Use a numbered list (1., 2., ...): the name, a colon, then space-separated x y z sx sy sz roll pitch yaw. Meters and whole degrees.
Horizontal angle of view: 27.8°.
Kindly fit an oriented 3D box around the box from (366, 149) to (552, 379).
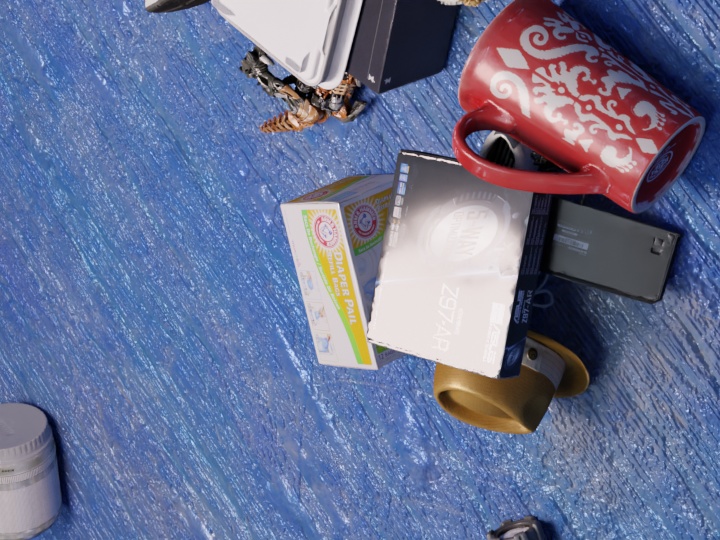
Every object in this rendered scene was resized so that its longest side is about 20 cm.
1. box: 0.097 -0.008 1.432 0.160 0.044 0.200 15 99 33

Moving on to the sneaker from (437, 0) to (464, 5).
1. sneaker: 0.143 -0.323 1.385 0.200 0.070 0.100 -20 88 47

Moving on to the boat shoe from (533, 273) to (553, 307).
1. boat shoe: 0.156 0.019 1.513 0.202 0.074 0.086 120 151 -47

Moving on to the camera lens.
1. camera lens: -0.594 0.347 2.470 0.160 0.160 0.200 24 126 38

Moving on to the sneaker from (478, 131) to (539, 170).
1. sneaker: 0.136 -0.079 1.510 0.073 0.071 0.200 37 133 30

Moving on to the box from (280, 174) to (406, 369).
1. box: 0.000 0.000 1.671 0.101 0.112 0.200 2 109 47

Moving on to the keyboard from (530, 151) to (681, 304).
1. keyboard: 0.214 -0.053 1.424 0.200 0.021 0.127 18 105 15

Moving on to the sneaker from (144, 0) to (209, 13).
1. sneaker: -0.199 -0.389 1.731 0.200 0.076 0.116 -24 82 43

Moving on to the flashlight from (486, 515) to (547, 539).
1. flashlight: 0.207 0.387 1.680 0.068 0.068 0.200 -10 101 49

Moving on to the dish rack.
1. dish rack: -0.085 -0.294 1.502 0.200 0.044 0.172 41 135 27

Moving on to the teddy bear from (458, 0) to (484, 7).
1. teddy bear: 0.101 -0.329 1.308 0.145 0.067 0.200 38 128 -13

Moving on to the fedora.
1. fedora: 0.140 0.117 1.523 0.200 0.082 0.201 14 158 6

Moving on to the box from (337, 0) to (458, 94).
1. box: 0.009 -0.317 1.500 0.182 0.104 0.200 39 135 30

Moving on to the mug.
1. mug: 0.196 -0.135 1.357 0.200 0.133 0.178 38 97 22

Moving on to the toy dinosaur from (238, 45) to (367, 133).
1. toy dinosaur: -0.065 -0.210 1.655 0.136 0.102 0.200 47 118 -5
